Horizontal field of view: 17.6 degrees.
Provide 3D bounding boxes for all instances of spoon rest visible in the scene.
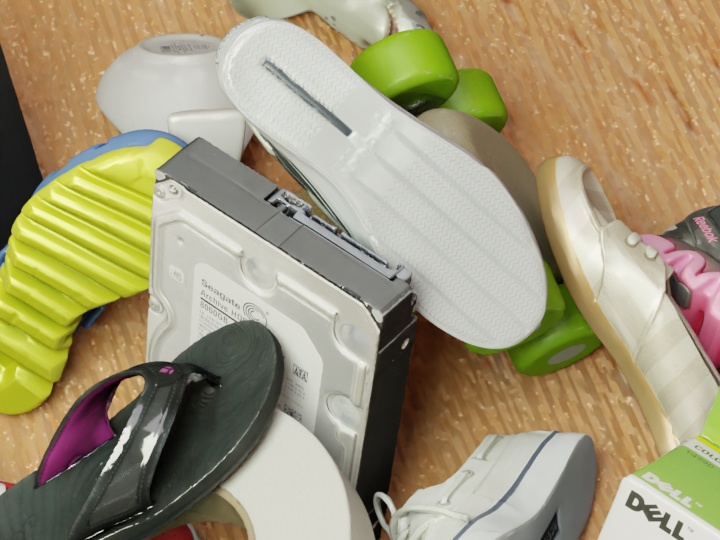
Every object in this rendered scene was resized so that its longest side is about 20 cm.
[{"bbox_3d":[-0.093,-0.084,1.268,0.099,0.061,0.200,-3,19,-7],"label":"spoon rest"}]

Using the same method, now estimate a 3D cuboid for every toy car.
[{"bbox_3d":[0.000,0.000,1.223,0.200,0.158,0.165,-29,71,15],"label":"toy car"}]

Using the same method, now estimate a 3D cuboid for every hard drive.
[{"bbox_3d":[-0.044,0.046,1.137,0.139,0.200,0.038,33,51,21],"label":"hard drive"}]

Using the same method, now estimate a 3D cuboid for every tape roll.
[{"bbox_3d":[-0.088,0.149,1.056,0.202,0.037,0.203,-14,48,17],"label":"tape roll"}]

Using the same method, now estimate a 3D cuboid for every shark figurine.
[{"bbox_3d":[-0.016,-0.226,1.366,0.128,0.215,0.089,-5,11,34],"label":"shark figurine"}]

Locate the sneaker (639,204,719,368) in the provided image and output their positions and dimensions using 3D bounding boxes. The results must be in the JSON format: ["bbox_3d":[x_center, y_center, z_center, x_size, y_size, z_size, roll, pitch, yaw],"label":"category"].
[{"bbox_3d":[0.229,0.034,1.209,0.200,0.079,0.095,42,50,21],"label":"sneaker"}]

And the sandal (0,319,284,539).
[{"bbox_3d":[-0.118,0.090,1.060,0.200,0.048,0.075,-39,45,-4],"label":"sandal"}]

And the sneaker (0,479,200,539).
[{"bbox_3d":[-0.182,0.123,1.150,0.199,0.113,0.071,2,59,5],"label":"sneaker"}]

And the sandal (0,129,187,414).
[{"bbox_3d":[-0.148,-0.012,1.209,0.079,0.200,0.087,39,38,-14],"label":"sandal"}]

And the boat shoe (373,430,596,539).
[{"bbox_3d":[0.044,0.131,1.123,0.086,0.075,0.202,5,28,23],"label":"boat shoe"}]

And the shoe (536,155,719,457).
[{"bbox_3d":[0.149,0.028,1.176,0.053,0.070,0.201,-25,91,16],"label":"shoe"}]

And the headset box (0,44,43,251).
[{"bbox_3d":[-0.260,-0.041,1.207,0.093,0.200,0.174,29,63,20],"label":"headset box"}]

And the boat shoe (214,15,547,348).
[{"bbox_3d":[0.013,-0.047,1.103,0.072,0.071,0.200,-43,98,2],"label":"boat shoe"}]

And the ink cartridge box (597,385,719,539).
[{"bbox_3d":[0.195,0.121,1.068,0.148,0.201,0.076,32,31,26],"label":"ink cartridge box"}]
